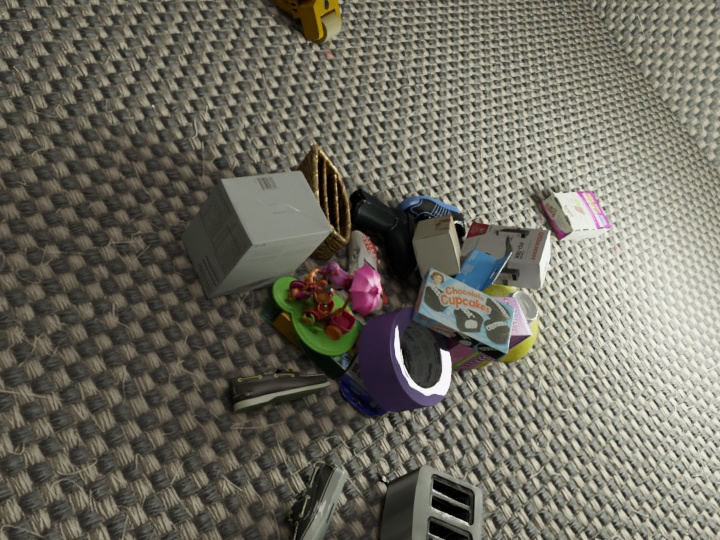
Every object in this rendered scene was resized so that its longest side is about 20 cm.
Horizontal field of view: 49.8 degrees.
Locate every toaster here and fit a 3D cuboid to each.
[{"bbox_3d":[0.128,0.470,1.415,0.200,0.119,0.181,28,46,-19],"label":"toaster"}]

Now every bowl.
[{"bbox_3d":[0.360,0.108,1.861,0.200,0.108,0.200,20,49,-25],"label":"bowl"}]

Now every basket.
[{"bbox_3d":[-0.075,-0.141,1.675,0.142,0.149,0.200,17,50,-28],"label":"basket"}]

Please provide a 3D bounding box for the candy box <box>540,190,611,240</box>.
[{"bbox_3d":[0.641,-0.164,2.306,0.200,0.061,0.137,-5,64,-40],"label":"candy box"}]

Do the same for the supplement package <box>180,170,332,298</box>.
[{"bbox_3d":[-0.203,-0.070,1.488,0.191,0.200,0.147,-12,67,-43],"label":"supplement package"}]

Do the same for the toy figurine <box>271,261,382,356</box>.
[{"bbox_3d":[-0.045,0.041,1.467,0.200,0.184,0.150,39,44,-7],"label":"toy figurine"}]

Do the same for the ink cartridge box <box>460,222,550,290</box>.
[{"bbox_3d":[0.355,-0.038,1.900,0.200,0.083,0.147,7,41,20],"label":"ink cartridge box"}]

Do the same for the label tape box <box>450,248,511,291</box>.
[{"bbox_3d":[0.235,0.022,1.758,0.063,0.200,0.144,44,43,-4],"label":"label tape box"}]

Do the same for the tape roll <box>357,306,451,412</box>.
[{"bbox_3d":[0.090,0.177,1.543,0.200,0.085,0.200,24,58,-45],"label":"tape roll"}]

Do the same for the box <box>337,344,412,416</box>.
[{"bbox_3d":[0.036,0.204,1.591,0.119,0.041,0.200,41,41,-7],"label":"box"}]

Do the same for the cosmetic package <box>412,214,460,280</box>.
[{"bbox_3d":[0.177,-0.055,1.769,0.200,0.087,0.104,-65,141,-72],"label":"cosmetic package"}]

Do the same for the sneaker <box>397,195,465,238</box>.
[{"bbox_3d":[0.183,-0.128,1.920,0.200,0.070,0.078,7,49,-35],"label":"sneaker"}]

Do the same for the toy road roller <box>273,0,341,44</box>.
[{"bbox_3d":[-0.147,-0.711,2.071,0.123,0.146,0.200,-47,130,-47],"label":"toy road roller"}]

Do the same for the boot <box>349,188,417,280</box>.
[{"bbox_3d":[0.044,-0.084,1.776,0.168,0.076,0.200,22,46,-25],"label":"boot"}]

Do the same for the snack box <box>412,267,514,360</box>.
[{"bbox_3d":[0.209,0.087,1.556,0.200,0.037,0.116,25,53,-9],"label":"snack box"}]

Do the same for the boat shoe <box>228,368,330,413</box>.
[{"bbox_3d":[-0.146,0.209,1.423,0.201,0.072,0.061,-7,69,-38],"label":"boat shoe"}]

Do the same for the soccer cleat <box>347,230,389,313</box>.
[{"bbox_3d":[0.000,0.000,1.692,0.085,0.069,0.200,4,63,-41],"label":"soccer cleat"}]

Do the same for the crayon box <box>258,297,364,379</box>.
[{"bbox_3d":[-0.089,0.105,1.557,0.200,0.052,0.126,41,44,-5],"label":"crayon box"}]

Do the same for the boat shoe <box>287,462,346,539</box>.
[{"bbox_3d":[-0.088,0.424,1.327,0.064,0.071,0.200,16,52,15],"label":"boat shoe"}]

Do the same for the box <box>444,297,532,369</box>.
[{"bbox_3d":[0.235,0.140,1.691,0.200,0.176,0.097,1,59,-38],"label":"box"}]
